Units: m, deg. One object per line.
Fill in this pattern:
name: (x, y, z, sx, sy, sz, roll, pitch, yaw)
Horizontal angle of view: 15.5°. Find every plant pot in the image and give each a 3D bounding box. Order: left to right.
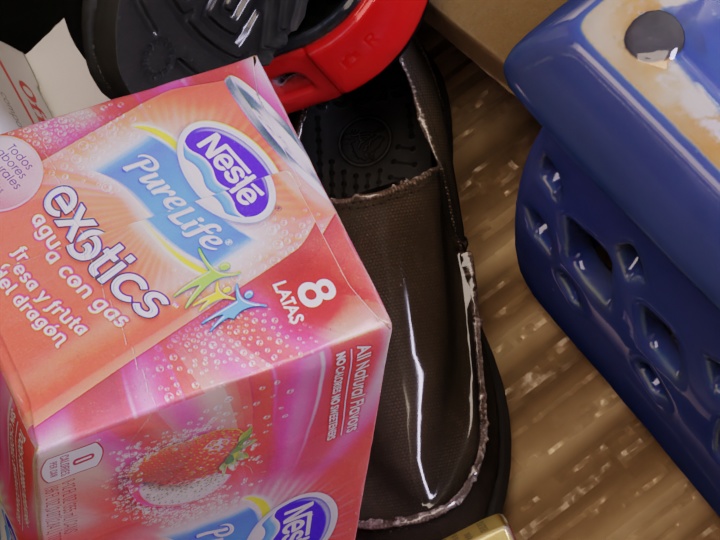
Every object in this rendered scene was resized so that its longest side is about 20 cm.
plant pot: (0.164, -0.028, 0.764, 0.200, 0.180, 0.200, -38, 64, -7)

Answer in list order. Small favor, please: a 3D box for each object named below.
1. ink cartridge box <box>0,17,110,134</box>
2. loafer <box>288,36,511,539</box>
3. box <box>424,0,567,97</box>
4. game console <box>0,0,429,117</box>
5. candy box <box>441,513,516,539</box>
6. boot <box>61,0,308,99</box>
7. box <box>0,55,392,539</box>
ink cartridge box: (-0.143, -0.001, 0.837, 0.200, 0.068, 0.116, -40, 62, 17)
loafer: (0.000, 0.000, 0.844, 0.073, 0.071, 0.201, -12, 63, 6)
box: (0.068, -0.147, 0.890, 0.163, 0.021, 0.200, -39, 44, -8)
game console: (-0.062, -0.120, 0.899, 0.199, 0.031, 0.178, -16, 55, 30)
candy box: (-0.023, 0.166, 0.759, 0.199, 0.056, 0.117, -26, 89, 0)
boot: (-0.076, -0.146, 0.848, 0.157, 0.079, 0.212, 6, 63, 38)
box: (-0.060, 0.044, 0.756, 0.102, 0.200, 0.095, -19, 62, -17)
